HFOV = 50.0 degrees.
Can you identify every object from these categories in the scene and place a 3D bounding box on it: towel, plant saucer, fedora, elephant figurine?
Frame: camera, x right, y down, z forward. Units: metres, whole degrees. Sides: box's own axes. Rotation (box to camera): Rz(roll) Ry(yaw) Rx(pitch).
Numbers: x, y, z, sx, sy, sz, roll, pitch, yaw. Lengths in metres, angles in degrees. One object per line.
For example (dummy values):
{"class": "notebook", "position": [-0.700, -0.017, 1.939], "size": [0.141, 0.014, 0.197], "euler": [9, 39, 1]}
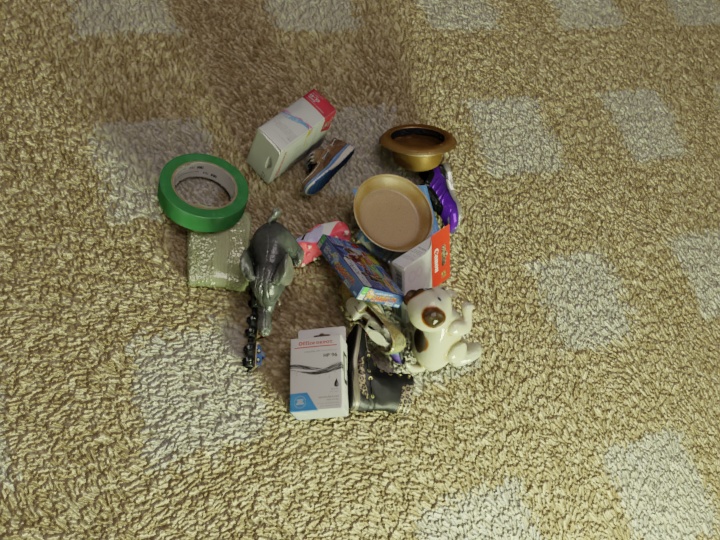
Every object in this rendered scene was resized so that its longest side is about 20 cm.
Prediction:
{"class": "towel", "position": [-0.316, -0.053, 1.720], "size": [0.147, 0.037, 0.202], "euler": [6, 64, -17]}
{"class": "plant saucer", "position": [0.073, -0.130, 1.805], "size": [0.198, 0.035, 0.203], "euler": [7, 65, -16]}
{"class": "towel", "position": [0.096, -0.073, 1.895], "size": [0.199, 0.024, 0.147], "euler": [39, 59, 0]}
{"class": "fedora", "position": [0.146, -0.308, 1.973], "size": [0.198, 0.083, 0.201], "euler": [1, 33, 0]}
{"class": "elephant figurine", "position": [-0.192, 0.004, 1.634], "size": [0.155, 0.141, 0.201], "euler": [44, 31, -25]}

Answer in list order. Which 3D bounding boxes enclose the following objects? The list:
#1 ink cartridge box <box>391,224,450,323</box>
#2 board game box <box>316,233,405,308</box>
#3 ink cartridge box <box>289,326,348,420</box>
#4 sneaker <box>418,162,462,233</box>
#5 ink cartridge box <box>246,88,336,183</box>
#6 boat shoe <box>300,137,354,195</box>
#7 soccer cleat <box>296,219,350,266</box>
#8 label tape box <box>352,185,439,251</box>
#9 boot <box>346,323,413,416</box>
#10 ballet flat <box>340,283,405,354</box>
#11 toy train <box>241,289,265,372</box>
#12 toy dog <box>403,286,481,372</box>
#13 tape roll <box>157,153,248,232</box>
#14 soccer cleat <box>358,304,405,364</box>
{"class": "ink cartridge box", "position": [0.157, 0.007, 1.801], "size": [0.199, 0.164, 0.057], "euler": [-29, 43, -28]}
{"class": "board game box", "position": [0.000, 0.000, 1.728], "size": [0.134, 0.035, 0.200], "euler": [15, 27, -41]}
{"class": "ink cartridge box", "position": [-0.088, 0.206, 1.638], "size": [0.114, 0.068, 0.202], "euler": [-6, 64, 8]}
{"class": "sneaker", "position": [0.192, -0.181, 1.963], "size": [0.098, 0.070, 0.202], "euler": [-3, 63, -15]}
{"class": "ink cartridge box", "position": [-0.165, -0.320, 1.841], "size": [0.086, 0.148, 0.200], "euler": [46, 58, 6]}
{"class": "boat shoe", "position": [-0.096, -0.257, 1.889], "size": [0.072, 0.072, 0.200], "euler": [37, 48, 5]}
{"class": "soccer cleat", "position": [-0.116, -0.065, 1.796], "size": [0.198, 0.067, 0.076], "euler": [-22, 39, -20]}
{"class": "label tape box", "position": [0.080, -0.125, 1.863], "size": [0.198, 0.066, 0.145], "euler": [-6, 68, -20]}
{"class": "boot", "position": [0.039, 0.225, 1.701], "size": [0.149, 0.073, 0.202], "euler": [15, 53, -19]}
{"class": "ballet flat", "position": [0.018, 0.105, 1.693], "size": [0.070, 0.071, 0.200], "euler": [-36, 76, -30]}
{"class": "toy train", "position": [-0.225, 0.126, 1.673], "size": [0.045, 0.034, 0.202], "euler": [17, 59, -27]}
{"class": "toy dog", "position": [0.161, 0.117, 1.718], "size": [0.192, 0.201, 0.140], "euler": [-27, 44, -7]}
{"class": "tape roll", "position": [-0.353, -0.177, 1.732], "size": [0.198, 0.048, 0.202], "euler": [12, 48, -13]}
{"class": "soccer cleat", "position": [0.037, 0.131, 1.759], "size": [0.073, 0.068, 0.202], "euler": [-27, 82, -2]}
